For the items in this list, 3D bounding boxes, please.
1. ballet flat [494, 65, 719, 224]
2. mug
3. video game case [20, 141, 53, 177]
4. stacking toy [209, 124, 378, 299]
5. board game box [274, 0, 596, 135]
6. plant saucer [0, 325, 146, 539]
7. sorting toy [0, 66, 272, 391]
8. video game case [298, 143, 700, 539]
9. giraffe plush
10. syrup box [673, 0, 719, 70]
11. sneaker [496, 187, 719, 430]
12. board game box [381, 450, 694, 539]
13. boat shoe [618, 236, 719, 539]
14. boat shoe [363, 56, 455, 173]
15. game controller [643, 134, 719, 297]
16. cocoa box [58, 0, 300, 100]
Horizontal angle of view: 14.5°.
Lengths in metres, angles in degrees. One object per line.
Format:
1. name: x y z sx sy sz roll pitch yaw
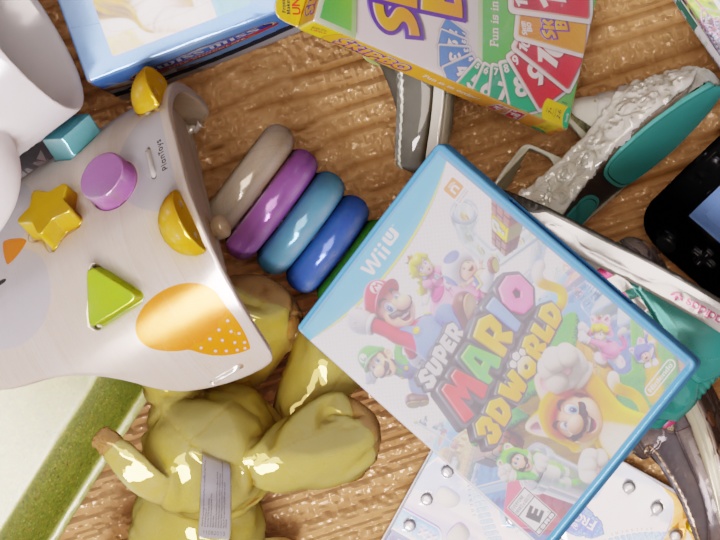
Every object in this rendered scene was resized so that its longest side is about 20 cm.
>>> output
1. ballet flat: 0.132 -0.066 1.736 0.200 0.072 0.072 -45 87 1
2. mug: -0.264 -0.084 1.638 0.175 0.148 0.200 -35 61 12
3. video game case: -0.282 -0.070 1.778 0.181 0.026 0.200 -27 88 2
4. stacking toy: 0.000 0.000 1.743 0.200 0.085 0.085 37 91 -4
5. board game box: 0.047 -0.160 1.689 0.200 0.030 0.096 20 73 -22
6. plant saucer: -0.256 0.086 1.747 0.200 0.048 0.200 32 91 -12
7. sorting toy: -0.167 -0.012 1.652 0.180 0.107 0.200 -25 52 10
8. video game case: 0.078 0.043 1.634 0.200 0.018 0.143 42 105 16
9. giraffe plush: -0.086 0.122 1.709 0.173 0.162 0.200 21 51 1
10. syrup box: 0.241 -0.166 1.724 0.081 0.079 0.200 -35 88 3
11. sneaker: 0.118 0.035 1.670 0.200 0.084 0.121 28 90 7
12. board game box: 0.108 0.202 1.754 0.200 0.026 0.200 29 91 3
13. boat shoe: 0.178 0.081 1.734 0.073 0.074 0.200 -22 77 15
14. boat shoe: 0.030 -0.156 1.741 0.060 0.072 0.202 2 83 3
15. game controller: 0.249 -0.043 1.680 0.104 0.200 0.042 47 54 4
16. cocoa box: -0.131 -0.221 1.718 0.133 0.131 0.200 -20 88 3
